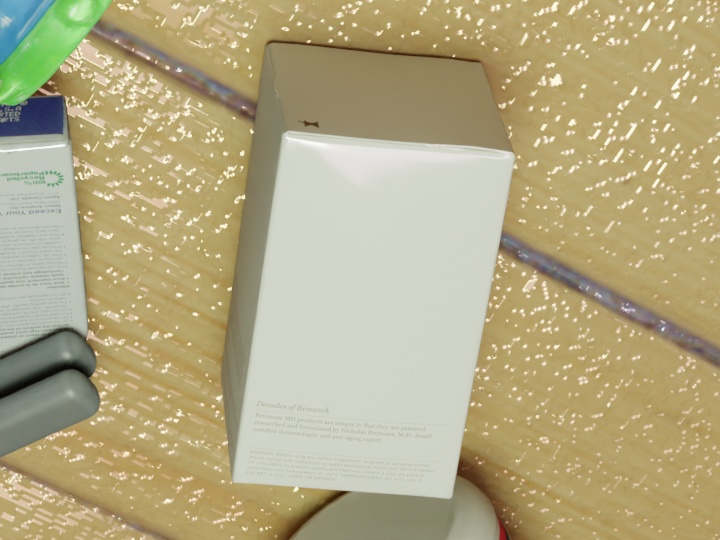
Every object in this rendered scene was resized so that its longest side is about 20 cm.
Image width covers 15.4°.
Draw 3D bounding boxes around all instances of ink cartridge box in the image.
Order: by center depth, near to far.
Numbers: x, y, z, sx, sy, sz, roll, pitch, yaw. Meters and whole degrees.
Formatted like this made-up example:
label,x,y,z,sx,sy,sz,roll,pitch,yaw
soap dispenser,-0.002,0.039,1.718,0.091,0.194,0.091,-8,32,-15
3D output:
label,x,y,z,sx,sy,sz,roll,pitch,yaw
ink cartridge box,-0.242,-0.006,1.376,0.196,0.043,0.200,-4,141,-5

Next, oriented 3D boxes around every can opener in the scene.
label,x,y,z,sx,sy,sz,roll,pitch,yaw
can opener,-0.233,0.085,1.412,0.200,0.053,0.066,-20,141,13

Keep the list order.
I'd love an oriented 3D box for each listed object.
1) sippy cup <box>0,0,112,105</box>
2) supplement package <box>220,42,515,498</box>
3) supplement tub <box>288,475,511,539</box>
label,x,y,z,sx,sy,sz,roll,pitch,yaw
sippy cup,-0.169,-0.165,1.184,0.130,0.178,0.140,37,126,-16
supplement package,0.000,0.000,1.377,0.120,0.121,0.200,5,116,-8
supplement tub,0.046,0.225,1.484,0.140,0.140,0.200,-26,116,7
